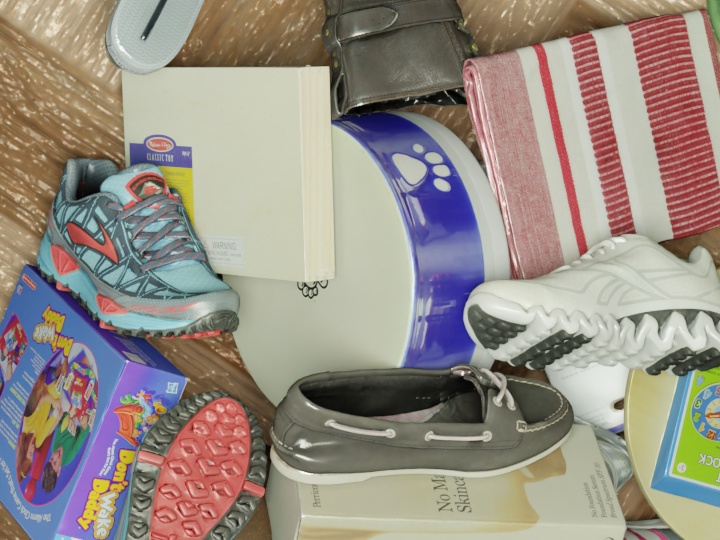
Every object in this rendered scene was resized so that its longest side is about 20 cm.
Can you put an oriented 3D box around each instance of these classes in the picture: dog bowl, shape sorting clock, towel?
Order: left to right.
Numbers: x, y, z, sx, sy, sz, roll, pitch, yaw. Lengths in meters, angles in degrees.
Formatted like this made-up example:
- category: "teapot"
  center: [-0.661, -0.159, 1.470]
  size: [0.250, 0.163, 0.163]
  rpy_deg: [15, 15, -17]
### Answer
- category: "dog bowl"
  center: [0.000, 0.000, 1.614]
  size: [0.079, 0.200, 0.200]
  rpy_deg: [-5, 98, -38]
- category: "towel"
  center: [0.157, -0.081, 1.628]
  size: [0.200, 0.023, 0.144]
  rpy_deg: [-16, 96, -34]
- category: "shape sorting clock"
  center: [0.262, 0.092, 1.664]
  size: [0.200, 0.039, 0.200]
  rpy_deg: [1, 88, -20]

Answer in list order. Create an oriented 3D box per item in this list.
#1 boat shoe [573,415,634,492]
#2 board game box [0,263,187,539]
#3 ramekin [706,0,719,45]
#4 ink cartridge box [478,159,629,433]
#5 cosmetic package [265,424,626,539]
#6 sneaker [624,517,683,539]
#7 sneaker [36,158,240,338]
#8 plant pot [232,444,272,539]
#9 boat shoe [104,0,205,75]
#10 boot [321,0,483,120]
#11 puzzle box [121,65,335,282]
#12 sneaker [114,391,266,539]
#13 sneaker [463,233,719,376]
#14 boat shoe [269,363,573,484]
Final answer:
- category: "boat shoe"
  center: [0.082, 0.105, 1.677]
  size: [0.202, 0.065, 0.074]
  rpy_deg: [17, 116, 26]
- category: "board game box"
  center: [-0.190, 0.091, 1.639]
  size: [0.045, 0.200, 0.134]
  rpy_deg: [19, 99, -30]
- category: "ramekin"
  center: [0.321, -0.186, 1.621]
  size: [0.200, 0.098, 0.200]
  rpy_deg: [0, 96, 4]
- category: "ink cartridge box"
  center: [0.150, 0.006, 1.683]
  size: [0.099, 0.039, 0.200]
  rpy_deg: [-21, 95, 6]
- category: "cosmetic package"
  center: [0.049, 0.145, 1.546]
  size: [0.200, 0.105, 0.071]
  rpy_deg: [2, 124, -13]
- category: "sneaker"
  center: [0.165, 0.203, 1.655]
  size: [0.200, 0.121, 0.084]
  rpy_deg: [13, 115, 2]
- category: "sneaker"
  center: [-0.144, -0.018, 1.627]
  size: [0.079, 0.200, 0.096]
  rpy_deg: [-4, 111, -38]
- category: "plant pot"
  center: [-0.060, 0.203, 1.651]
  size: [0.198, 0.200, 0.200]
  rpy_deg: [26, 97, 8]
- category: "boat shoe"
  center: [-0.112, -0.217, 1.662]
  size: [0.072, 0.062, 0.200]
  rpy_deg: [36, 79, -19]
- category: "boot"
  center: [0.043, -0.186, 1.614]
  size: [0.200, 0.069, 0.174]
  rpy_deg: [-18, 81, -22]
- category: "puzzle box"
  center: [-0.087, -0.065, 1.630]
  size: [0.025, 0.200, 0.133]
  rpy_deg: [-7, 98, -38]
- category: "sneaker"
  center: [-0.125, 0.164, 1.533]
  size: [0.079, 0.096, 0.200]
  rpy_deg: [29, 67, -16]
- category: "sneaker"
  center: [0.145, 0.018, 1.571]
  size: [0.200, 0.075, 0.081]
  rpy_deg: [5, 70, -34]
- category: "boat shoe"
  center: [0.043, 0.085, 1.516]
  size: [0.200, 0.067, 0.057]
  rpy_deg: [-6, 128, -24]
